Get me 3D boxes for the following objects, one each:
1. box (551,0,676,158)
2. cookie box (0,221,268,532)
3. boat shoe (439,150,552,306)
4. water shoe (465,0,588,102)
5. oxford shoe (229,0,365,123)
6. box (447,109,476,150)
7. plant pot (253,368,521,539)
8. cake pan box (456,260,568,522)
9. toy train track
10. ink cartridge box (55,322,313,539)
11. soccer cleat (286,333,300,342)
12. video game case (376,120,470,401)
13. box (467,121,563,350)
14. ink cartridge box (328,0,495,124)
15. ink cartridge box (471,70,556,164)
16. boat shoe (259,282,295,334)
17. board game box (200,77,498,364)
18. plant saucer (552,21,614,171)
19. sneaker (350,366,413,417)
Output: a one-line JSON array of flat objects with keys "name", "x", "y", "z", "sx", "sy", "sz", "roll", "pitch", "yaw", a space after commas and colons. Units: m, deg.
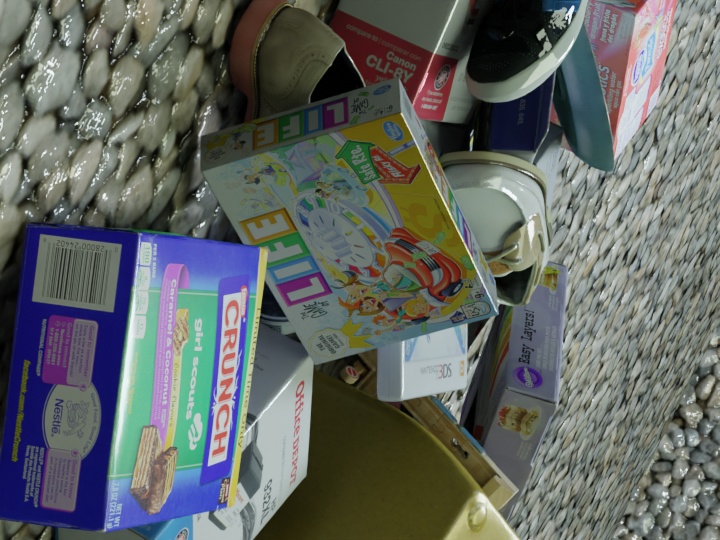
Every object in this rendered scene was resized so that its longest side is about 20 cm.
[{"name": "box", "x": 0.217, "y": -0.204, "z": 1.919, "sx": 0.103, "sy": 0.095, "sz": 0.200, "roll": -52, "pitch": 159, "yaw": -32}, {"name": "cookie box", "x": -0.132, "y": 0.061, "z": 1.268, "sx": 0.200, "sy": 0.075, "sz": 0.172, "roll": 5, "pitch": 92, "yaw": -72}, {"name": "boat shoe", "x": 0.104, "y": -0.029, "z": 1.576, "sx": 0.200, "sy": 0.075, "sz": 0.069, "roll": 45, "pitch": 48, "yaw": -64}, {"name": "water shoe", "x": 0.121, "y": -0.207, "z": 1.449, "sx": 0.200, "sy": 0.071, "sz": 0.079, "roll": -56, "pitch": 133, "yaw": -17}, {"name": "oxford shoe", "x": -0.033, "y": -0.101, "z": 1.388, "sx": 0.071, "sy": 0.075, "sz": 0.200, "roll": -59, "pitch": 162, "yaw": -16}, {"name": "box", "x": 0.064, "y": -0.057, "z": 1.774, "sx": 0.200, "sy": 0.044, "sz": 0.160, "roll": -62, "pitch": 164, "yaw": -5}, {"name": "plant pot", "x": 0.016, "y": 0.222, "z": 1.660, "sx": 0.194, "sy": 0.200, "sz": 0.196, "roll": -55, "pitch": 134, "yaw": -20}, {"name": "cake pan box", "x": 0.124, "y": 0.117, "z": 1.814, "sx": 0.184, "sy": 0.052, "sz": 0.200, "roll": -76, "pitch": -178, "yaw": -50}, {"name": "toy train track", "x": 0.047, "y": 0.114, "z": 1.719, "sx": 0.115, "sy": 0.200, "sz": 0.033, "roll": -48, "pitch": 168, "yaw": 28}, {"name": "ink cartridge box", "x": -0.119, "y": 0.145, "z": 1.473, "sx": 0.200, "sy": 0.084, "sz": 0.145, "roll": -49, "pitch": 156, "yaw": -38}, {"name": "soccer cleat", "x": 0.000, "y": 0.000, "z": 1.612, "sx": 0.200, "sy": 0.081, "sz": 0.068, "roll": -46, "pitch": 155, "yaw": -44}, {"name": "video game case", "x": 0.048, "y": -0.009, "z": 1.557, "sx": 0.182, "sy": 0.022, "sz": 0.200, "roll": 1, "pitch": 90, "yaw": -73}, {"name": "box", "x": 0.102, "y": -0.015, "z": 1.805, "sx": 0.200, "sy": 0.041, "sz": 0.156, "roll": -51, "pitch": 159, "yaw": -31}, {"name": "ink cartridge box", "x": 0.061, "y": -0.210, "z": 1.488, "sx": 0.200, "sy": 0.083, "sz": 0.145, "roll": -67, "pitch": 162, "yaw": 10}, {"name": "ink cartridge box", "x": 0.117, "y": -0.162, "z": 1.599, "sx": 0.200, "sy": 0.047, "sz": 0.198, "roll": 97, "pitch": 1, "yaw": -73}, {"name": "boat shoe", "x": -0.014, "y": -0.045, "z": 1.527, "sx": 0.200, "sy": 0.071, "sz": 0.091, "roll": -51, "pitch": 156, "yaw": -37}, {"name": "board game box", "x": -0.004, "y": -0.027, "z": 1.387, "sx": 0.200, "sy": 0.134, "sz": 0.034, "roll": 61, "pitch": 19, "yaw": -44}, {"name": "plant saucer", "x": 0.168, "y": -0.174, "z": 1.758, "sx": 0.200, "sy": 0.027, "sz": 0.201, "roll": -16, "pitch": 90, "yaw": -90}, {"name": "sneaker", "x": 0.028, "y": 0.115, "z": 1.848, "sx": 0.200, "sy": 0.082, "sz": 0.070, "roll": -59, "pitch": 161, "yaw": -16}]
